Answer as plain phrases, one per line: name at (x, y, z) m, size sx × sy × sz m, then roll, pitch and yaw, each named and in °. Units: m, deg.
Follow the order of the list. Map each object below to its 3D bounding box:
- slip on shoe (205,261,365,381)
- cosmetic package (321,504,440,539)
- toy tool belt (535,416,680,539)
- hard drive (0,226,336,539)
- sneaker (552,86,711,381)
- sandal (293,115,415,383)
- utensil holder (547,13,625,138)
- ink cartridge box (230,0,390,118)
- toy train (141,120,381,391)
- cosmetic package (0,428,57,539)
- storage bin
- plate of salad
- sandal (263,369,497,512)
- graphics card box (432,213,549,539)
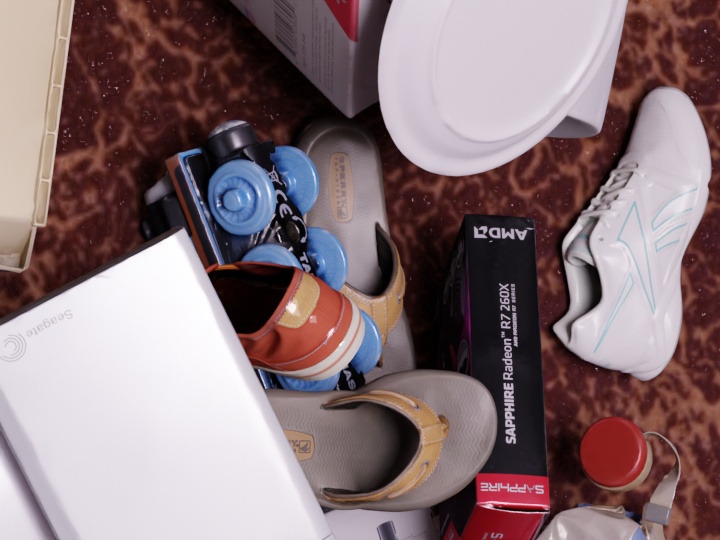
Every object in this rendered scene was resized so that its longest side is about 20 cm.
slip on shoe at (-0.084, 0.023, 1.311) m, size 0.061 × 0.199 × 0.074 m, roll 45°, pitch 61°, yaw -36°
cosmetic package at (-0.001, 0.183, 1.472) m, size 0.199 × 0.051 × 0.083 m, roll -22°, pitch 98°, yaw -25°
toy tool belt at (0.163, 0.203, 1.531) m, size 0.123 × 0.124 × 0.202 m, roll 29°, pitch 74°, yaw -66°
hard drive at (-0.107, 0.096, 1.198) m, size 0.131 × 0.027 × 0.201 m, roll -28°, pitch 99°, yaw -12°
sneaker at (0.185, -0.030, 1.556) m, size 0.080 × 0.070 × 0.202 m, roll 13°, pitch 84°, yaw -22°
sandal at (0.000, 0.000, 1.464) m, size 0.081 × 0.054 × 0.202 m, roll -4°, pitch 91°, yaw -26°
utensil holder at (0.094, -0.199, 1.461) m, size 0.169 × 0.170 × 0.202 m, roll 13°, pitch 85°, yaw -25°
ink cartridge box at (-0.035, -0.213, 1.357) m, size 0.085 × 0.148 × 0.200 m, roll -30°, pitch 60°, yaw -22°
toy train at (-0.068, 0.012, 1.405) m, size 0.087 × 0.114 × 0.202 m, roll -23°, pitch 92°, yaw -61°
cosmetic package at (-0.207, 0.125, 1.289) m, size 0.198 × 0.200 × 0.124 m, roll -5°, pitch 91°, yaw -25°
storage bin at (-0.277, -0.110, 1.318) m, size 0.198 × 0.094 × 0.201 m, roll 9°, pitch 86°, yaw -26°
plate of salad at (0.081, -0.150, 1.320) m, size 0.199 × 0.048 × 0.201 m, roll -26°, pitch 134°, yaw -30°
sandal at (0.004, 0.093, 1.278) m, size 0.199 × 0.054 × 0.083 m, roll 5°, pitch 80°, yaw -38°
graphics card box at (0.080, 0.081, 1.431) m, size 0.050 × 0.126 × 0.202 m, roll 4°, pitch 62°, yaw -6°
